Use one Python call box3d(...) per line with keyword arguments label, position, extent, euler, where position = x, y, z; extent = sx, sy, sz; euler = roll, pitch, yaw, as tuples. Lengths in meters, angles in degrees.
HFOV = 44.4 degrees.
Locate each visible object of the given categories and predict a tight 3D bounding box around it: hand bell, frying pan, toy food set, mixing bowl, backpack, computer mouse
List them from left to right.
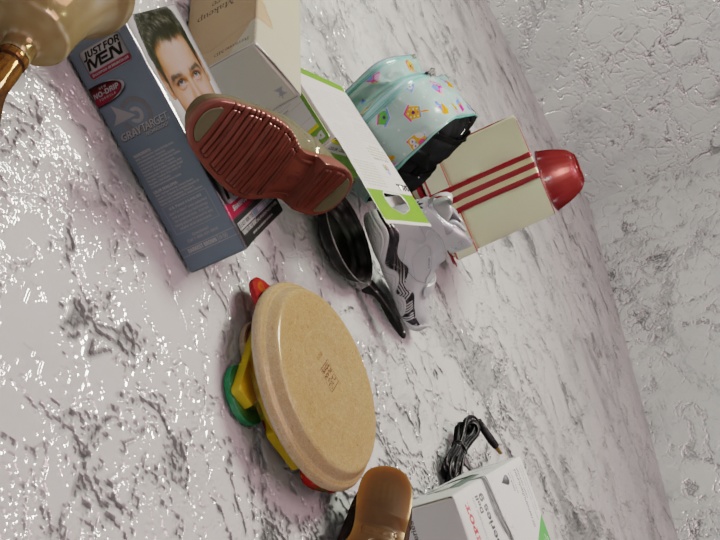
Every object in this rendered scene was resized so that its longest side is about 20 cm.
box3d(label="hand bell", position=(-0.224, -0.129, 0.561), extent=(0.104, 0.103, 0.201), euler=(50, 39, -40))
box3d(label="toy food set", position=(-0.047, 0.100, 0.796), extent=(0.199, 0.048, 0.201), euler=(58, 24, -26))
box3d(label="frying pan", position=(-0.001, -0.013, 1.040), extent=(0.190, 0.031, 0.115), euler=(55, 24, -39))
box3d(label="backpack", position=(0.042, -0.176, 1.109), extent=(0.154, 0.176, 0.200), euler=(49, 22, -4))
box3d(label="computer mouse", position=(0.166, 0.288, 1.142), extent=(0.200, 0.046, 0.141), euler=(51, 33, -14))
box3d(label="mixing bowl", position=(0.633, -0.301, 2.756), extent=(0.200, 0.108, 0.201), euler=(52, 26, -38))

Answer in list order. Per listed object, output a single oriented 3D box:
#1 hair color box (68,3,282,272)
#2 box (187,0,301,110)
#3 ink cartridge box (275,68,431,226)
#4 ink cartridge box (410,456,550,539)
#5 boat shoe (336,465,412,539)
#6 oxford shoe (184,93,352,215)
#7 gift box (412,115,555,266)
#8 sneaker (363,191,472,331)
box3d(label="hair color box", position=(-0.148, -0.112, 0.735), extent=(0.201, 0.060, 0.099), euler=(62, 22, -14))
box3d(label="box", position=(-0.117, -0.246, 0.895), extent=(0.078, 0.094, 0.201), euler=(45, 30, -43))
box3d(label="ink cartridge box", position=(-0.025, -0.112, 0.952), extent=(0.201, 0.076, 0.148), euler=(58, 19, 12))
box3d(label="ink cartridge box", position=(0.130, 0.300, 0.955), extent=(0.200, 0.084, 0.147), euler=(-3, 71, -60))
box3d(label="boat shoe", position=(0.004, 0.256, 0.747), extent=(0.200, 0.070, 0.071), euler=(-56, 162, -58))
box3d(label="oxford shoe", position=(-0.085, -0.103, 0.733), extent=(0.074, 0.071, 0.200), euler=(51, 12, 29))
box3d(label="gift box", position=(0.173, -0.117, 1.364), extent=(0.200, 0.186, 0.186), euler=(-18, 84, -88))
box3d(label="sneaker", position=(0.083, -0.010, 1.083), extent=(0.075, 0.114, 0.201), euler=(-110, 177, -48))
